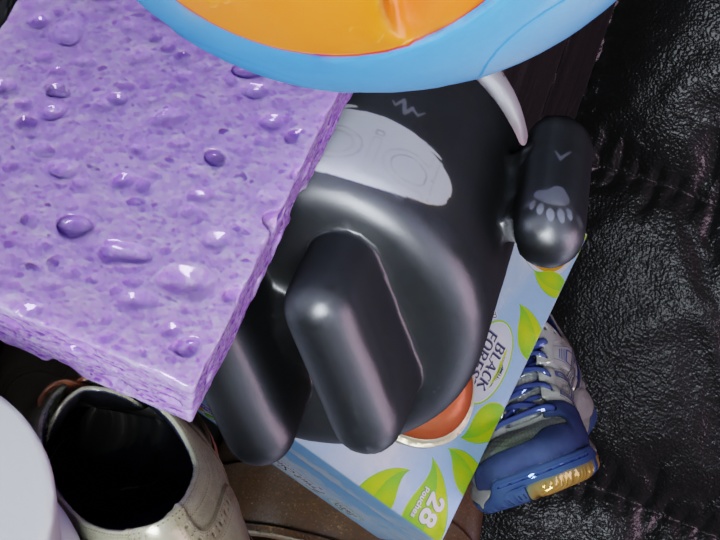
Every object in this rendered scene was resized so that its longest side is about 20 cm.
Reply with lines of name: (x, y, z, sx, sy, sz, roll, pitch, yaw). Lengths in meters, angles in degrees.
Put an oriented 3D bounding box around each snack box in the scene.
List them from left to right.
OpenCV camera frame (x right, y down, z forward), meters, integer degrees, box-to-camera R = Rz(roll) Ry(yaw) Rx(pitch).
snack box: (0.010, 0.017, 0.893, 0.068, 0.169, 0.200, -7, -131, 58)

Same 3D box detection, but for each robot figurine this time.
robot figurine: (-0.003, -0.015, 0.630, 0.200, 0.150, 0.125, -69, -177, -53)

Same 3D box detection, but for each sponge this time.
sponge: (-0.062, -0.061, 0.547, 0.030, 0.111, 0.200, 95, 18, -62)

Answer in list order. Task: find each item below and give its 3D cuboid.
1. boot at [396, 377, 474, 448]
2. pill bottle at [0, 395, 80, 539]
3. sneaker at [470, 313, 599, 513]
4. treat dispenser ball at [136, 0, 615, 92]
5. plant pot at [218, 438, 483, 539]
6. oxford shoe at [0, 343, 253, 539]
boot: (0.000, 0.000, 0.780, 0.075, 0.200, 0.107, -30, -171, -9)
pill bottle: (-0.136, 0.123, 0.510, 0.200, 0.114, 0.114, 99, 15, -49)
sneaker: (0.089, 0.073, 0.955, 0.200, 0.075, 0.088, -57, 129, -79)
treat dispenser ball: (0.004, -0.150, 0.466, 0.201, 0.201, 0.201, 20, 90, -80)
plant pot: (-0.001, 0.116, 1.042, 0.200, 0.200, 0.199, 92, 14, -61)
oxford shoe: (-0.084, 0.056, 0.575, 0.071, 0.200, 0.074, -28, 125, -17)
